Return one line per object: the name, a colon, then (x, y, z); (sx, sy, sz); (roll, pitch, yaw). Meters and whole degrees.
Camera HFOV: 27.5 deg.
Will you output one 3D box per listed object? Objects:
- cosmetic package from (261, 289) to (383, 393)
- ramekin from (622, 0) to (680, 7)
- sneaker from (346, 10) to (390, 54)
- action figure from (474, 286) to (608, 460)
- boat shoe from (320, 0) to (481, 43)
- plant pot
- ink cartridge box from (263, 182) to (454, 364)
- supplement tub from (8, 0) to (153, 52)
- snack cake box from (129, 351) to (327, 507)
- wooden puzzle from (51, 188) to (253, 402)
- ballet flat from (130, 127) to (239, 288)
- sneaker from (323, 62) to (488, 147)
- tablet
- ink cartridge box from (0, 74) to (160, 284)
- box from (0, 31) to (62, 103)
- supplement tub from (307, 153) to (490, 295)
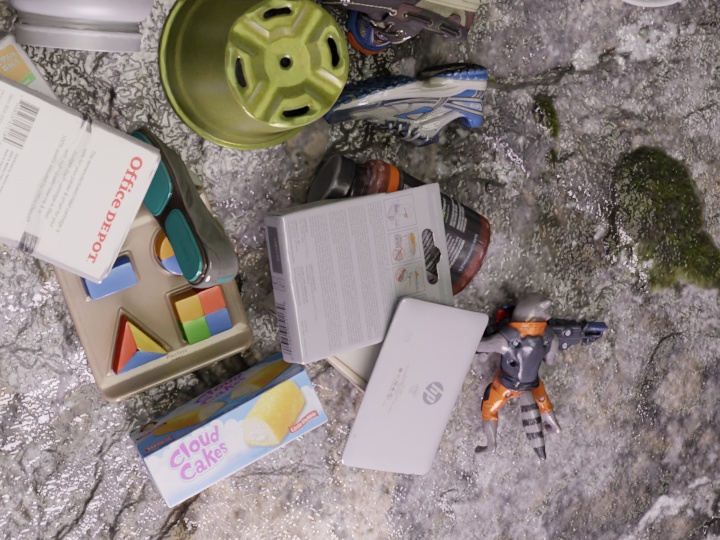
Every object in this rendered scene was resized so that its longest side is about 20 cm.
cosmetic package: (-0.008, 0.081, 1.663); (0.200, 0.103, 0.073); (41, 85, -18)
ramekin: (0.317, -0.405, 1.691); (0.199, 0.098, 0.202); (-3, 99, -17)
sneaker: (0.053, -0.332, 1.628); (0.075, 0.078, 0.201); (19, 93, -20)
action figure: (0.216, 0.115, 1.744); (0.199, 0.105, 0.195); (-8, 111, -14)
boat shoe: (0.043, -0.273, 1.553); (0.200, 0.072, 0.067); (-3, 105, -36)
plant pot: (-0.098, -0.220, 1.541); (0.199, 0.184, 0.202); (-3, 100, -18)
ink cartridge box: (0.000, 0.000, 1.584); (0.199, 0.057, 0.164); (-15, 103, -33)
supplement tub: (-0.269, -0.317, 1.427); (0.144, 0.145, 0.202); (1, 100, -18)
snack cake box: (-0.148, 0.173, 1.627); (0.199, 0.115, 0.068); (-28, 106, -12)
wooden puzzle: (-0.227, 0.025, 1.613); (0.184, 0.046, 0.201); (-22, 105, -13)
ballet flat: (-0.188, -0.067, 1.574); (0.063, 0.067, 0.201); (-6, 59, -42)
sneaker: (0.055, -0.177, 1.658); (0.199, 0.077, 0.086); (-11, 106, -15)
tablet: (0.061, 0.130, 1.622); (0.130, 0.014, 0.201); (12, 104, -37)
ink cartridge box: (-0.317, -0.095, 1.435); (0.199, 0.084, 0.146); (25, 91, -20)
box: (-0.349, -0.133, 1.518); (0.112, 0.101, 0.201); (-36, 108, -10)
supplement tub: (0.041, -0.056, 1.656); (0.199, 0.107, 0.107); (28, 90, -19)
